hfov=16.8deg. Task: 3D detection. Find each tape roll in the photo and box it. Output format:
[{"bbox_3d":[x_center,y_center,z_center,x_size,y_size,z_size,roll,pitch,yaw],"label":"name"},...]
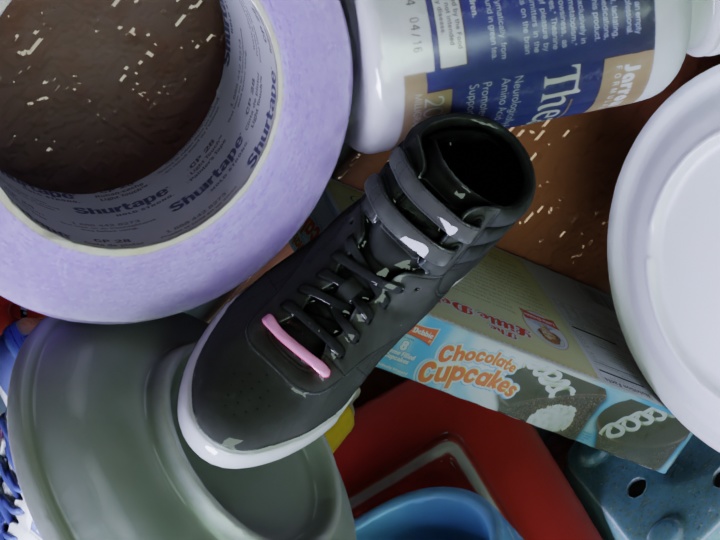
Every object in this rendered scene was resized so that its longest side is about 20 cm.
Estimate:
[{"bbox_3d":[-0.109,-0.085,1.044,0.199,0.085,0.201,-6,109,-18],"label":"tape roll"}]

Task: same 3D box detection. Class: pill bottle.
[{"bbox_3d":[0.081,-0.124,1.103,0.199,0.111,0.112,-12,125,-14],"label":"pill bottle"}]

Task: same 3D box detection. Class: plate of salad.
[{"bbox_3d":[0.205,-0.003,1.130,0.048,0.200,0.201,-17,134,-51],"label":"plate of salad"}]

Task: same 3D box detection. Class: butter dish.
[{"bbox_3d":[0.026,0.175,1.264,0.199,0.148,0.200,-31,84,-3],"label":"butter dish"}]

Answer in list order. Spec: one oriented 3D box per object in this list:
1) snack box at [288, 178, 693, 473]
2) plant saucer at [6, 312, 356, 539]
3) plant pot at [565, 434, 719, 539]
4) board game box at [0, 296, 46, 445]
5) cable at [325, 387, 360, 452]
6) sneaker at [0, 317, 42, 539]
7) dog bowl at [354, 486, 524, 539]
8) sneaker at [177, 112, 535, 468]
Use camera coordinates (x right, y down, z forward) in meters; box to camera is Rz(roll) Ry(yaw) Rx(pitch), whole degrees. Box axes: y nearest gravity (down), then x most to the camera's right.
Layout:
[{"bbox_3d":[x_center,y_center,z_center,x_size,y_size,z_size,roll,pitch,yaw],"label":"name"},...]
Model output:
[{"bbox_3d":[0.064,0.026,1.190,0.199,0.116,0.037,22,112,-31],"label":"snack box"},{"bbox_3d":[-0.062,0.087,1.056,0.200,0.201,0.050,30,127,-34],"label":"plant saucer"},{"bbox_3d":[0.218,0.139,1.269,0.196,0.196,0.200,-44,125,4],"label":"plant pot"},{"bbox_3d":[-0.198,0.080,1.159,0.194,0.056,0.201,-7,123,-17],"label":"board game box"},{"bbox_3d":[-0.060,0.104,1.148,0.097,0.200,0.051,20,126,-5],"label":"cable"},{"bbox_3d":[-0.143,0.114,1.120,0.088,0.075,0.201,-23,126,-6],"label":"sneaker"},{"bbox_3d":[-0.006,0.171,1.132,0.199,0.112,0.050,-29,123,-3],"label":"dog bowl"},{"bbox_3d":[0.000,0.000,1.032,0.200,0.071,0.099,-42,170,-34],"label":"sneaker"}]
